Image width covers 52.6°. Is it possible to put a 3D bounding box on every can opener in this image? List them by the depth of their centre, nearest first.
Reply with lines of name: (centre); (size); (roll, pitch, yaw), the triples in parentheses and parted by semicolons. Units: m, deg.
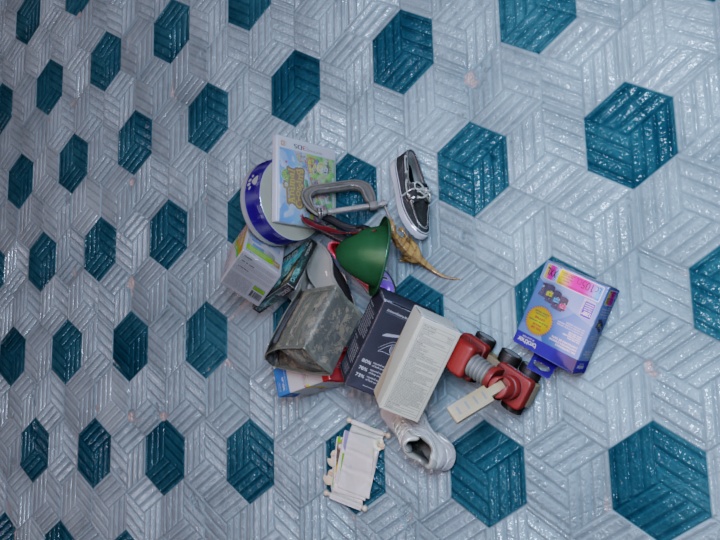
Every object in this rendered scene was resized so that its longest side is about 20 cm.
can opener: (-0.044, -0.088, 1.651); (0.196, 0.079, 0.065); (20, 87, 9)

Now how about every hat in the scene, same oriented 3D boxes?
hat: (-0.042, -0.044, 1.515); (0.200, 0.172, 0.169); (138, 143, -76)

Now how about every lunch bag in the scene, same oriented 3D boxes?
lunch bag: (-0.118, 0.130, 1.579); (0.198, 0.118, 0.166); (-8, 44, 48)

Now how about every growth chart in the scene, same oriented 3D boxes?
growth chart: (-0.015, 0.434, 1.639); (0.143, 0.018, 0.204); (19, 95, 37)

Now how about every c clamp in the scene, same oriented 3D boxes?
c clamp: (-0.034, -0.154, 1.649); (0.173, 0.196, 0.027); (-104, 12, -45)

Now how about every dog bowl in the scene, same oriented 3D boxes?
dog bowl: (-0.182, -0.164, 1.722); (0.078, 0.198, 0.205); (-9, 78, 45)

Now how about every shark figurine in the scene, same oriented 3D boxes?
shark figurine: (-0.147, 0.075, 1.743); (0.127, 0.089, 0.219); (-25, 68, 32)

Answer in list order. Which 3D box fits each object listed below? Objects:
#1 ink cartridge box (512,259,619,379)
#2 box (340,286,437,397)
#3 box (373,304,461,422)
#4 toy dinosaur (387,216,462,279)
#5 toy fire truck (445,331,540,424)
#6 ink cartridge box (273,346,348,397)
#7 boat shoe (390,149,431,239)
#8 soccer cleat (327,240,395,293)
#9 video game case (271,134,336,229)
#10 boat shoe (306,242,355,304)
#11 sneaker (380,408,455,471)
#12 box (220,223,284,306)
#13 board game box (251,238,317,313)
ink cartridge box: (0.377, 0.101, 1.364); (0.135, 0.076, 0.204); (27, 101, 35)
box: (0.064, 0.158, 1.523); (0.203, 0.146, 0.104); (-64, 14, 10)
box: (0.110, 0.183, 1.442); (0.203, 0.094, 0.078); (-64, 14, 10)
toy dinosaur: (0.117, -0.031, 1.568); (0.199, 0.106, 0.061); (40, 92, -12)
toy fire truck: (0.223, 0.207, 1.383); (0.175, 0.199, 0.130); (34, 103, 34)
ink cartridge box: (-0.086, 0.231, 1.657); (0.198, 0.115, 0.069); (-23, 71, 32)
boat shoe: (0.121, -0.168, 1.586); (0.068, 0.073, 0.203); (-35, 55, 43)
soccer cleat: (0.000, 0.000, 1.651); (0.200, 0.073, 0.069); (45, 109, 31)
video game case: (-0.129, -0.201, 1.707); (0.022, 0.180, 0.205); (-9, 78, 47)
boat shoe: (-0.067, 0.025, 1.705); (0.074, 0.060, 0.202); (-39, 60, 18)
sneaker: (0.106, 0.336, 1.513); (0.199, 0.099, 0.079); (36, 104, 34)
box: (-0.256, -0.025, 1.758); (0.102, 0.112, 0.201); (-50, 18, 19)
board game box: (-0.181, 0.015, 1.726); (0.199, 0.028, 0.137); (-32, 29, 52)
